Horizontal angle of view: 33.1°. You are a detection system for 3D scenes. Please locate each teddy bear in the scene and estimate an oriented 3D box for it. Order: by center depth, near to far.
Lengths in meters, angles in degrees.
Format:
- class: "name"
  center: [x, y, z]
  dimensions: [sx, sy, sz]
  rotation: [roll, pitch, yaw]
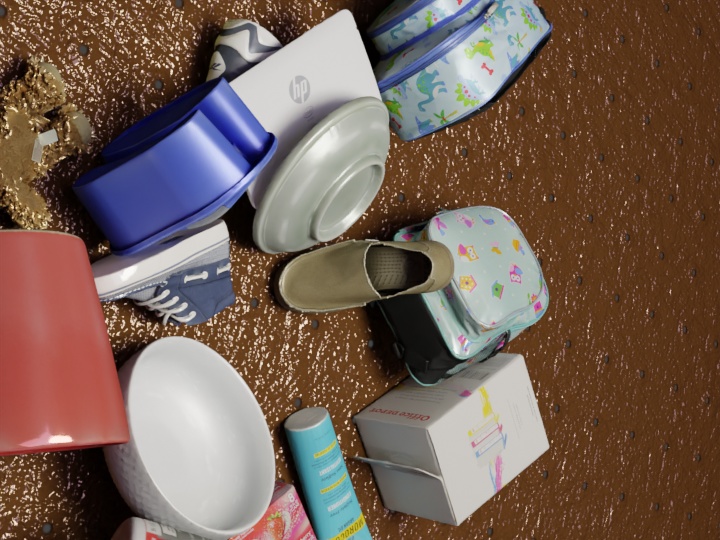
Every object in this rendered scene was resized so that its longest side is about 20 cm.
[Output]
- class: "teddy bear"
  center: [-0.322, -0.108, 1.085]
  dimensions: [0.145, 0.066, 0.202]
  rotation: [51, 52, -40]

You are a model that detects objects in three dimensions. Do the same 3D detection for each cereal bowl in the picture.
- class: "cereal bowl"
  center: [-0.176, 0.171, 1.166]
  dimensions: [0.200, 0.083, 0.202]
  rotation: [38, 36, -34]

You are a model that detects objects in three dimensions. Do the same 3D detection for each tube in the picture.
- class: "tube"
  center: [-0.034, 0.251, 1.343]
  dimensions: [0.077, 0.050, 0.203]
  rotation: [-28, 113, -30]

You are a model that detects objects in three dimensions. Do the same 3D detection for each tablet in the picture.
- class: "tablet"
  center: [-0.059, -0.166, 1.238]
  dimensions: [0.200, 0.014, 0.131]
  rotation: [-39, 122, -31]

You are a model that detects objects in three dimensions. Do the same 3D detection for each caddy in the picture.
- class: "caddy"
  center: [-0.168, -0.087, 1.126]
  dimensions: [0.106, 0.198, 0.142]
  rotation: [55, 32, -20]

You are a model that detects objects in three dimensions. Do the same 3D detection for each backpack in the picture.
- class: "backpack"
  center: [0.093, -0.248, 1.351]
  dimensions: [0.147, 0.182, 0.201]
  rotation: [51, 46, -17]
- class: "backpack"
  center: [0.123, 0.013, 1.398]
  dimensions: [0.199, 0.153, 0.177]
  rotation: [-18, 73, -48]

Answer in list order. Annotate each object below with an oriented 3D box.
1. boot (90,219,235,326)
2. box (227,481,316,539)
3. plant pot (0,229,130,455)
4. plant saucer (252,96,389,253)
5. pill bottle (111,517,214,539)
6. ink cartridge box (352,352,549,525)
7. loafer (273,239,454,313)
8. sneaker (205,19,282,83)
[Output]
- class: "boot"
  center: [-0.187, 0.018, 1.169]
  dimensions: [0.199, 0.072, 0.092]
  rotation: [-28, 112, -53]
- class: "box"
  center: [-0.143, 0.304, 1.208]
  dimensions: [0.199, 0.095, 0.101]
  rotation: [-35, 113, -35]
- class: "plant pot"
  center: [-0.300, 0.066, 1.023]
  dimensions: [0.199, 0.199, 0.180]
  rotation: [1, 81, -41]
- class: "plant saucer"
  center: [-0.026, -0.086, 1.261]
  dimensions: [0.050, 0.201, 0.200]
  rotation: [40, 53, 17]
- class: "pill bottle"
  center: [-0.130, 0.299, 1.072]
  dimensions: [0.198, 0.114, 0.115]
  rotation: [21, 76, -19]
- class: "ink cartridge box"
  center: [0.098, 0.194, 1.401]
  dimensions: [0.199, 0.128, 0.127]
  rotation: [-31, 110, -36]
- class: "loafer"
  center: [0.000, 0.000, 1.287]
  dimensions: [0.067, 0.197, 0.077]
  rotation: [33, 46, -80]
- class: "sneaker"
  center: [-0.092, -0.154, 1.271]
  dimensions: [0.199, 0.079, 0.131]
  rotation: [40, 72, -41]
